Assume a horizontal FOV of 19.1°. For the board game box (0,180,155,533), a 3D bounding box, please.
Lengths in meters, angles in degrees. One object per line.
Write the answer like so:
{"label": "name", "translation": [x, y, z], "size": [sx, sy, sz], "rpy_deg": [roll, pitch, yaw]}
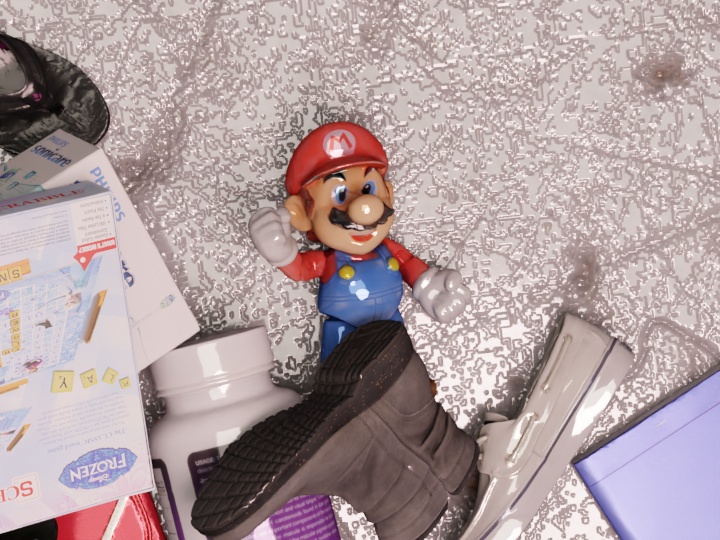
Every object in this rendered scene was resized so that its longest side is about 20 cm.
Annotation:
{"label": "board game box", "translation": [-0.235, 0.063, 1.302], "size": [0.200, 0.041, 0.200], "rpy_deg": [-14, 108, -25]}

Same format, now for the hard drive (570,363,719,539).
{"label": "hard drive", "translation": [0.255, 0.182, 1.486], "size": [0.132, 0.025, 0.200], "rpy_deg": [-33, 92, -2]}

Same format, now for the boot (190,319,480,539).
{"label": "boot", "translation": [-0.006, 0.138, 1.373], "size": [0.200, 0.070, 0.132], "rpy_deg": [-42, 117, -24]}

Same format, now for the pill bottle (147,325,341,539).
{"label": "pill bottle", "translation": [-0.079, 0.143, 1.427], "size": [0.111, 0.111, 0.200], "rpy_deg": [-14, 92, -2]}

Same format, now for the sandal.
{"label": "sandal", "translation": [-0.263, -0.138, 1.444], "size": [0.200, 0.048, 0.075], "rpy_deg": [32, 89, -2]}

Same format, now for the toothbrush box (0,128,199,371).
{"label": "toothbrush box", "translation": [-0.227, 0.025, 1.370], "size": [0.200, 0.085, 0.146], "rpy_deg": [-35, 116, -15]}

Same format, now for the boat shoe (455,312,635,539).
{"label": "boat shoe", "translation": [0.108, 0.120, 1.457], "size": [0.066, 0.072, 0.200], "rpy_deg": [34, 88, 1]}

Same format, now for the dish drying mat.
{"label": "dish drying mat", "translation": [-0.201, 0.115, 1.467], "size": [0.077, 0.018, 0.200], "rpy_deg": [-22, 92, -1]}

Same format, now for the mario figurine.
{"label": "mario figurine", "translation": [0.000, 0.000, 1.425], "size": [0.106, 0.123, 0.200], "rpy_deg": [-5, 99, 32]}

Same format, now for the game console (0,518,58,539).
{"label": "game console", "translation": [-0.316, 0.218, 1.430], "size": [0.176, 0.116, 0.200], "rpy_deg": [2, 117, -30]}
